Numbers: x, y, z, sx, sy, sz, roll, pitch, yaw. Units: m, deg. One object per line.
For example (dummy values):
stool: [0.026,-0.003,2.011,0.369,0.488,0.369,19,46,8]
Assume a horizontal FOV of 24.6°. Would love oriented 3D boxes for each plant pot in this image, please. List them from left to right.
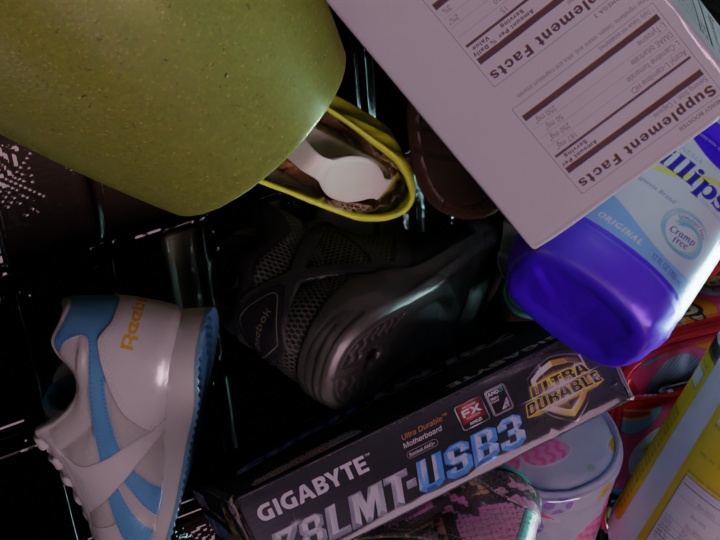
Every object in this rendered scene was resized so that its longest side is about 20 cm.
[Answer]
plant pot: [-0.104,-0.119,0.597,0.187,0.187,0.200,-42,117,3]

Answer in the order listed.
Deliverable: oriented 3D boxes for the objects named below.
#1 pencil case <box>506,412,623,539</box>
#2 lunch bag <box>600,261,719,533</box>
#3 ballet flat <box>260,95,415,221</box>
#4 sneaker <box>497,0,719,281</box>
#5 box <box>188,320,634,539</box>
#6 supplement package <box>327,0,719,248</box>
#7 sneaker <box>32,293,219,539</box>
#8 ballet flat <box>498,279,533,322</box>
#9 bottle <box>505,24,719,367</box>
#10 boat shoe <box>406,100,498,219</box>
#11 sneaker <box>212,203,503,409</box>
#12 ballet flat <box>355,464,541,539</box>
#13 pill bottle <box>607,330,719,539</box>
pencil case: [0.105,0.159,1.004,0.083,0.091,0.200,16,138,10]
lunch bag: [0.223,0.067,1.038,0.200,0.082,0.176,-12,123,-22]
ballet flat: [-0.048,-0.071,0.780,0.200,0.067,0.067,23,109,-40]
sneaker: [0.133,-0.068,0.893,0.200,0.074,0.089,-58,168,-6]
box: [0.015,0.086,0.855,0.200,0.198,0.050,-26,92,-11]
supplement package: [0.056,-0.130,0.695,0.109,0.114,0.200,-36,103,19]
sneaker: [-0.125,0.088,0.854,0.081,0.077,0.200,12,130,-2]
ballet flat: [0.169,-0.022,0.957,0.200,0.068,0.072,-41,152,-4]
bottle: [0.149,-0.047,0.788,0.200,0.084,0.065,-50,175,-31]
boat shoe: [0.073,-0.126,0.803,0.075,0.075,0.203,-47,151,-60]
sneaker: [0.000,0.000,0.864,0.199,0.114,0.076,-26,139,-51]
ballet flat: [0.011,0.156,0.873,0.200,0.071,0.069,-23,125,41]
pill bottle: [0.212,0.135,0.950,0.112,0.112,0.200,11,116,-36]
